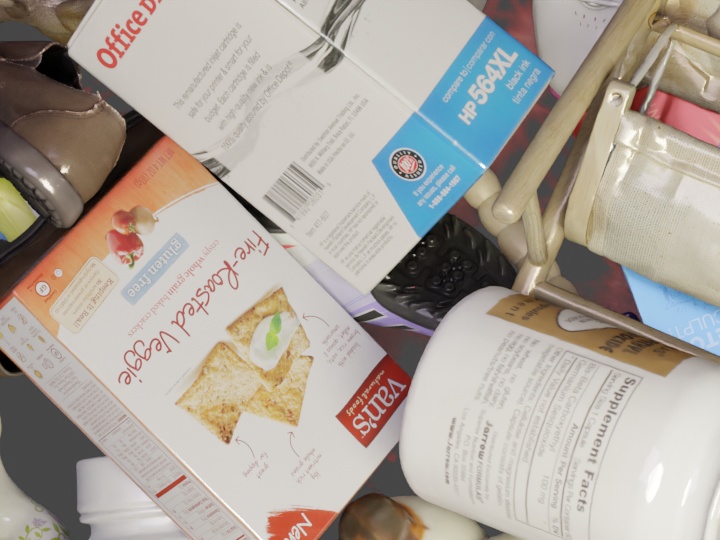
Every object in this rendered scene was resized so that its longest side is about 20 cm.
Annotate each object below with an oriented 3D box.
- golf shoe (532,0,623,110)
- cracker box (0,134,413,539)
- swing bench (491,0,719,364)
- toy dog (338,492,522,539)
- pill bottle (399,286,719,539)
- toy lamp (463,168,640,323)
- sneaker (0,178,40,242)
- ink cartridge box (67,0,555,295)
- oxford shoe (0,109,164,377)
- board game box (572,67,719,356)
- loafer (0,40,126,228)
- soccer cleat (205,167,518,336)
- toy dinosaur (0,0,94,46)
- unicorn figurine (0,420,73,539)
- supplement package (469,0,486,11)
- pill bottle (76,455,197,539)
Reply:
[{"bbox_3d":[0.128,-0.185,1.549,0.075,0.092,0.201,11,90,13],"label":"golf shoe"},{"bbox_3d":[-0.078,0.047,1.518,0.200,0.058,0.134,45,56,-6],"label":"cracker box"},{"bbox_3d":[0.198,-0.052,1.455,0.198,0.130,0.201,24,73,16],"label":"swing bench"},{"bbox_3d":[0.078,0.170,1.511,0.199,0.140,0.195,6,77,15],"label":"toy dog"},{"bbox_3d":[0.130,0.090,1.430,0.199,0.114,0.115,20,91,27],"label":"pill bottle"},{"bbox_3d":[0.091,-0.004,1.560,0.058,0.058,0.200,-38,78,8],"label":"toy lamp"},{"bbox_3d":[-0.263,-0.052,1.646,0.200,0.076,0.105,39,96,13],"label":"sneaker"},{"bbox_3d":[-0.027,-0.104,1.461,0.200,0.146,0.084,40,55,-4],"label":"ink cartridge box"},{"bbox_3d":[-0.135,-0.013,1.590,0.200,0.073,0.084,-47,38,-10],"label":"oxford shoe"},{"bbox_3d":[0.227,-0.044,1.537,0.199,0.040,0.154,-22,80,12],"label":"board game box"},{"bbox_3d":[-0.173,-0.086,1.547,0.071,0.073,0.200,-40,39,-7],"label":"loafer"},{"bbox_3d":[0.000,0.000,1.567,0.199,0.073,0.068,21,55,22],"label":"soccer cleat"},{"bbox_3d":[-0.152,-0.147,1.614,0.199,0.101,0.058,6,63,18],"label":"toy dinosaur"},{"bbox_3d":[-0.220,0.131,1.629,0.200,0.074,0.137,40,95,-2],"label":"unicorn figurine"},{"bbox_3d":[-0.030,-0.194,1.573,0.199,0.121,0.120,24,92,14],"label":"supplement package"},{"bbox_3d":[-0.095,0.196,1.562,0.114,0.114,0.201,-6,84,14],"label":"pill bottle"}]
